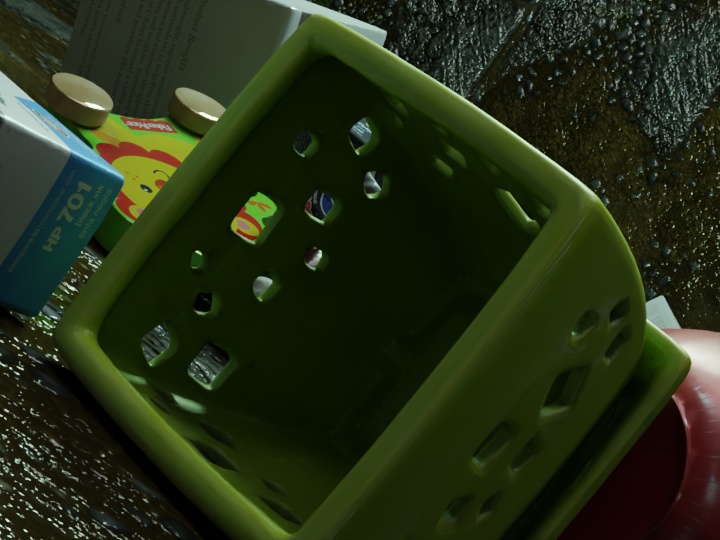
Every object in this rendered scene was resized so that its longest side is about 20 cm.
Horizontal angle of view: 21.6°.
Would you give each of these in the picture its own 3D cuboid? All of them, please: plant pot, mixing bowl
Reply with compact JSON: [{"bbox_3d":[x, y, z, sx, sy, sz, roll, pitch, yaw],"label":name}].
[{"bbox_3d":[0.017,0.038,0.849,0.200,0.199,0.181,39,-1,40],"label":"plant pot"},{"bbox_3d":[0.139,0.109,0.925,0.200,0.201,0.108,39,5,39],"label":"mixing bowl"}]

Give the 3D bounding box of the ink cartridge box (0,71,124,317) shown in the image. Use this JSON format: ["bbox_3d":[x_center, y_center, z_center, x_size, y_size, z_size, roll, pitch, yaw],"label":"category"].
[{"bbox_3d":[-0.221,-0.071,0.824,0.146,0.086,0.200,39,4,30],"label":"ink cartridge box"}]

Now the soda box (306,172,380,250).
[{"bbox_3d":[0.000,0.000,1.347,0.071,0.063,0.200,56,-8,26],"label":"soda box"}]

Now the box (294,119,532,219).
[{"bbox_3d":[0.040,-0.058,1.515,0.199,0.123,0.106,-2,32,-44],"label":"box"}]

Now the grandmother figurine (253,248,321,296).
[{"bbox_3d":[0.002,0.014,1.184,0.199,0.061,0.121,-16,22,-27],"label":"grandmother figurine"}]

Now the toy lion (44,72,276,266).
[{"bbox_3d":[-0.127,-0.052,1.290,0.192,0.069,0.199,44,24,28],"label":"toy lion"}]

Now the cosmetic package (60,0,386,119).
[{"bbox_3d":[-0.118,-0.159,1.553,0.199,0.166,0.165,24,12,26],"label":"cosmetic package"}]

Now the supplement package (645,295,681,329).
[{"bbox_3d":[0.194,0.126,1.265,0.117,0.117,0.200,61,8,-21],"label":"supplement package"}]

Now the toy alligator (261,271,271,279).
[{"bbox_3d":[-0.070,0.011,1.333,0.200,0.059,0.055,-136,-149,-63],"label":"toy alligator"}]
